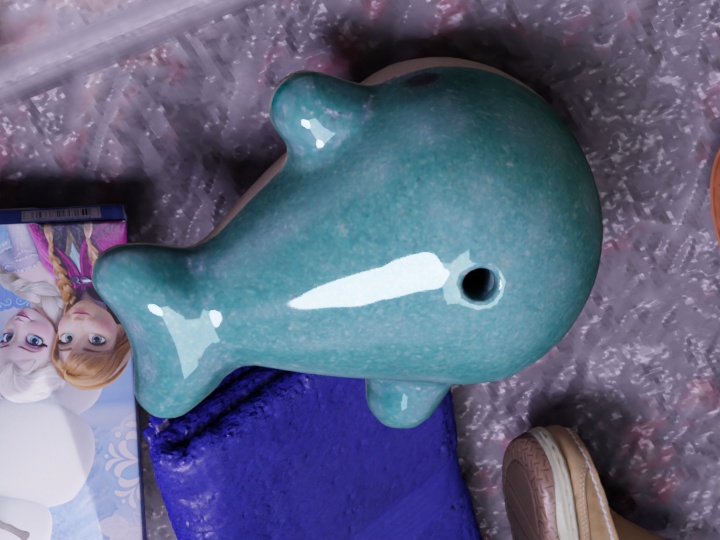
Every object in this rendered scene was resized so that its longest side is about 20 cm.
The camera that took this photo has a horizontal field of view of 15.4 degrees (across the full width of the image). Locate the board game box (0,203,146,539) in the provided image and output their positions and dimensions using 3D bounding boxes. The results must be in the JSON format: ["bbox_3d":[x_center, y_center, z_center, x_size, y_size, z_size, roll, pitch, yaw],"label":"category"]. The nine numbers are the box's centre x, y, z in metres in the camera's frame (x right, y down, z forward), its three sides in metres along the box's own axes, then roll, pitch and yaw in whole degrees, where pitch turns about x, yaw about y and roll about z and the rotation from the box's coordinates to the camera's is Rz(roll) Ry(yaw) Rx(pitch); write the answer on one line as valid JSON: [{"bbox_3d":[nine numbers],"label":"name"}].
[{"bbox_3d":[-0.190,0.078,1.106,0.199,0.043,0.200,-4,101,-6],"label":"board game box"}]

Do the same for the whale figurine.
[{"bbox_3d":[0.000,0.000,1.041,0.199,0.104,0.160,-20,115,-6],"label":"whale figurine"}]

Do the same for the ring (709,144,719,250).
[{"bbox_3d":[0.207,0.023,1.050,0.019,0.200,0.201,-39,133,-21],"label":"ring"}]

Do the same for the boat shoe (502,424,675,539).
[{"bbox_3d":[0.113,0.137,1.225,0.076,0.072,0.200,-16,138,-4],"label":"boat shoe"}]

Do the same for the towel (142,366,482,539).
[{"bbox_3d":[-0.019,0.105,1.170,0.148,0.049,0.200,-36,136,-24],"label":"towel"}]
